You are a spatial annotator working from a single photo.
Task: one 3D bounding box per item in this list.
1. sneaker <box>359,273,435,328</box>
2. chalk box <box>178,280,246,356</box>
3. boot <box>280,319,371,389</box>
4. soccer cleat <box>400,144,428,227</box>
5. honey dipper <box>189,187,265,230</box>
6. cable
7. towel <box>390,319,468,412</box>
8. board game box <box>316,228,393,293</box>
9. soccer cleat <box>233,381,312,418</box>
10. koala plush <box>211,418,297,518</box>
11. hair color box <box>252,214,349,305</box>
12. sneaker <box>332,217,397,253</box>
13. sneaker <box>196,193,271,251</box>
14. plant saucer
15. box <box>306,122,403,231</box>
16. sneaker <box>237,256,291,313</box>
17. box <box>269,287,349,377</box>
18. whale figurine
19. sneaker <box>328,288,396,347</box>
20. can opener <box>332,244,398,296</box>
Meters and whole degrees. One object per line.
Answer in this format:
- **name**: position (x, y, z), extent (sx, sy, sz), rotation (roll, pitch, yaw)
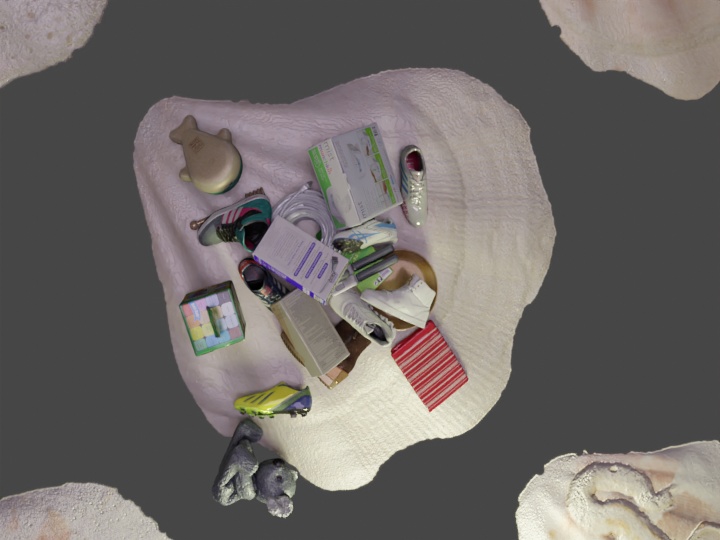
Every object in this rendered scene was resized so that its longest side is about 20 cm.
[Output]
- **sneaker**: position (0.095, 0.054, 1.511), extent (0.196, 0.073, 0.119), rotation (23, 89, -28)
- **chalk box**: position (-0.338, 0.110, 1.417), extent (0.120, 0.200, 0.128), rotation (-17, 98, -7)
- **boot**: position (-0.086, 0.176, 1.548), extent (0.200, 0.072, 0.167), rotation (43, 74, -8)
- **soccer cleat**: position (0.133, -0.207, 1.524), extent (0.068, 0.086, 0.207), rotation (-9, 98, -8)
- **honey dipper**: position (-0.320, -0.145, 1.479), extent (0.195, 0.038, 0.039), rotation (-24, 99, -5)
- **cable**: position (-0.132, -0.090, 1.486), extent (0.196, 0.069, 0.204), rotation (-29, 89, 1)
- **towel**: position (0.181, 0.249, 1.612), extent (0.143, 0.022, 0.203), rotation (-36, 102, -7)
- **board game box**: position (-0.016, -0.041, 1.525), extent (0.095, 0.030, 0.201), rotation (-40, 89, 0)
- **soccer cleat**: position (-0.217, 0.323, 1.540), extent (0.193, 0.065, 0.086), rotation (1, 66, -6)
- **koala plush**: position (-0.244, 0.505, 1.499), extent (0.196, 0.178, 0.187), rotation (26, 103, -11)
- **hair color box**: position (-0.135, -0.023, 1.407), extent (0.197, 0.065, 0.111), rotation (32, 75, 4)
- **sneaker**: position (0.007, -0.088, 1.468), extent (0.196, 0.071, 0.075), rotation (-10, 77, -41)
- **sneaker**: position (-0.288, -0.087, 1.435), extent (0.196, 0.122, 0.084), rotation (-29, 135, 5)
- **plant saucer**: position (0.101, 0.048, 1.570), extent (0.193, 0.035, 0.208), rotation (-1, 95, -9)
- **box**: position (-0.008, -0.222, 1.451), extent (0.175, 0.095, 0.205), rotation (-30, 103, -43)
- **sneaker**: position (-0.221, 0.052, 1.490), extent (0.199, 0.084, 0.075), rotation (42, 88, -11)
- **box**: position (-0.120, 0.141, 1.455), extent (0.094, 0.077, 0.204), rotation (-31, 94, -29)
- **whale figurine**: position (-0.359, -0.267, 1.442), extent (0.159, 0.104, 0.200), rotation (-45, 76, -1)
- **sneaker**: position (0.004, 0.116, 1.509), extent (0.197, 0.081, 0.076), rotation (35, 103, -3)
- **can opener**: position (0.000, 0.000, 1.482), extent (0.195, 0.066, 0.054), rotation (-26, 85, -4)
